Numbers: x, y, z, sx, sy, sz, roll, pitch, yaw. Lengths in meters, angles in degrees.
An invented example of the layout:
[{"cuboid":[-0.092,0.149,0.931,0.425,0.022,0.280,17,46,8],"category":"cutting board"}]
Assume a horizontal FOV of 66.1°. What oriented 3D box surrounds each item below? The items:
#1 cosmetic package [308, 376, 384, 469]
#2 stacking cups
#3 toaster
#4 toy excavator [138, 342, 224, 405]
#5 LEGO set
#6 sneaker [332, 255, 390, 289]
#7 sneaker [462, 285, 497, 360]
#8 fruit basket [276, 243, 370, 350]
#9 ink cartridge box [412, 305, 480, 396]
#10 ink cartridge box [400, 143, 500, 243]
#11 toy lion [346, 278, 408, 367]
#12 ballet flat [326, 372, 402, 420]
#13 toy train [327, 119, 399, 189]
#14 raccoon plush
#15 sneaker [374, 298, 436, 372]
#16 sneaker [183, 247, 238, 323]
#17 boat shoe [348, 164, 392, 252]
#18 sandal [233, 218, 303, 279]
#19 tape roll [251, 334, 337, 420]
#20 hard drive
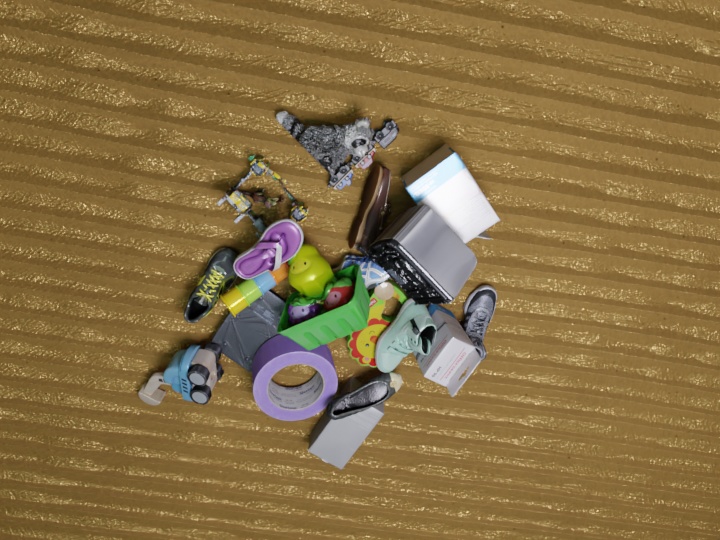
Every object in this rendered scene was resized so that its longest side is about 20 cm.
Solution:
[{"cuboid":[-0.036,0.384,1.388,0.106,0.090,0.201,34,108,-11],"category":"cosmetic package"},{"cuboid":[-0.219,0.020,1.240,0.199,0.060,0.061,-38,108,-14],"category":"stacking cups"},{"cuboid":[0.116,-0.030,1.140,0.200,0.181,0.119,44,75,-8],"category":"toaster"},{"cuboid":[-0.437,0.254,1.322,0.198,0.100,0.196,11,126,5],"category":"toy excavator"},{"cuboid":[-0.208,-0.137,1.185,0.153,0.116,0.201,-31,107,9],"category":"LEGO set"},{"cuboid":[0.000,0.000,1.253,0.199,0.076,0.077,-26,112,11],"category":"sneaker"},{"cuboid":[0.273,0.140,1.293,0.075,0.114,0.202,20,108,-8],"category":"sneaker"},{"cuboid":[-0.095,0.045,1.192,0.213,0.156,0.217,3,126,5],"category":"fruit basket"},{"cuboid":[0.184,0.175,1.254,0.067,0.200,0.117,27,107,-22],"category":"ink cartridge box"},{"cuboid":[0.196,-0.145,1.186,0.125,0.129,0.201,-34,107,11],"category":"ink cartridge box"},{"cuboid":[0.042,0.131,1.319,0.200,0.069,0.192,-41,112,11],"category":"toy lion"},{"cuboid":[0.014,0.299,1.296,0.198,0.057,0.067,-25,95,-13],"category":"ballet flat"},{"cuboid":[0.006,-0.245,1.200,0.200,0.034,0.046,-42,116,11],"category":"toy train"},{"cuboid":[-0.066,-0.297,1.141,0.200,0.097,0.134,44,94,-5],"category":"raccoon plush"},{"cuboid":[0.101,0.174,1.258,0.073,0.118,0.202,15,113,-26],"category":"sneaker"},{"cuboid":[-0.338,0.042,1.262,0.074,0.085,0.201,29,106,-11],"category":"sneaker"},{"cuboid":[0.033,-0.133,1.221,0.070,0.071,0.202,9,118,-20],"category":"boat shoe"},{"cuboid":[-0.193,-0.031,1.157,0.082,0.050,0.202,41,125,-20],"category":"sandal"},{"cuboid":[-0.157,0.252,1.317,0.198,0.085,0.202,-5,119,-10],"category":"tape roll"},{"cuboid":[-0.251,0.132,1.317,0.134,0.042,0.200,36,104,-12],"category":"hard drive"}]
